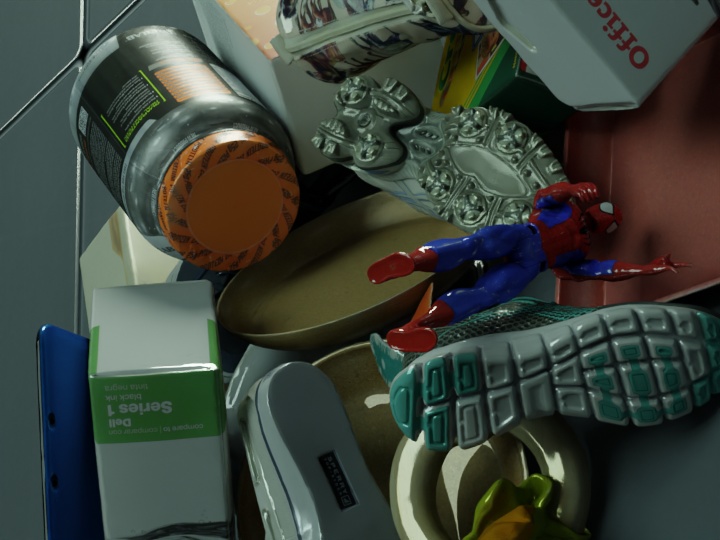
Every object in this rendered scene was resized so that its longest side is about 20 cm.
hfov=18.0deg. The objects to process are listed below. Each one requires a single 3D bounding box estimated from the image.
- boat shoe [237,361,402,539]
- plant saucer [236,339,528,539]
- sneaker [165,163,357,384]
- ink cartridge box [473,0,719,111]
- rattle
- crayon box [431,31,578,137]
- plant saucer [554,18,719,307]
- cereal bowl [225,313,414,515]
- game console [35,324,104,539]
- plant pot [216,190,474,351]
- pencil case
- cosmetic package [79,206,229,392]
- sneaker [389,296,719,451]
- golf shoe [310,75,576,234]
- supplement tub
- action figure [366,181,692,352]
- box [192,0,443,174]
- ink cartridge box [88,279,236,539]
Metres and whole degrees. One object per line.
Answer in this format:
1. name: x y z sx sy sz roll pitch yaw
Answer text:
1. boat shoe: -0.026 0.158 1.389 0.070 0.071 0.201 -32 78 54
2. plant saucer: 0.018 0.144 1.424 0.199 0.035 0.201 -6 76 24
3. sneaker: -0.071 -0.024 1.646 0.146 0.077 0.203 -42 27 34
4. ink cartridge box: 0.160 -0.210 1.312 0.200 0.145 0.083 -48 19 -13
5. rattle: 0.043 0.097 1.331 0.130 0.143 0.201 -30 73 36
6. crayon box: 0.110 -0.183 1.472 0.173 0.058 0.201 146 139 -67
7. plant saucer: 0.199 -0.069 1.346 0.200 0.037 0.200 -24 53 48
8. cereal bowl: -0.034 0.095 1.545 0.200 0.083 0.201 -33 46 41
9. game console: -0.232 0.157 1.725 0.170 0.118 0.201 -22 67 49
10. plant pot: 0.000 0.000 1.510 0.199 0.028 0.200 -20 21 8
11. pencil case: 0.022 -0.170 1.426 0.200 0.089 0.078 -11 102 58
12. cosmetic package: -0.142 0.054 1.703 0.071 0.105 0.201 -49 39 32
13. sneaker: 0.114 0.042 1.299 0.091 0.199 0.078 -93 -3 -63
14. golf shoe: 0.067 -0.061 1.440 0.200 0.097 0.078 30 85 37
15. supplement tub: -0.121 -0.084 1.589 0.123 0.122 0.200 -60 33 13
16. action figure: 0.105 -0.011 1.271 0.099 0.200 0.066 -10 99 40
17. box: -0.033 -0.172 1.633 0.124 0.098 0.200 -25 35 -11
18. ink cartridge box: -0.125 0.127 1.464 0.146 0.084 0.201 -104 11 -68
